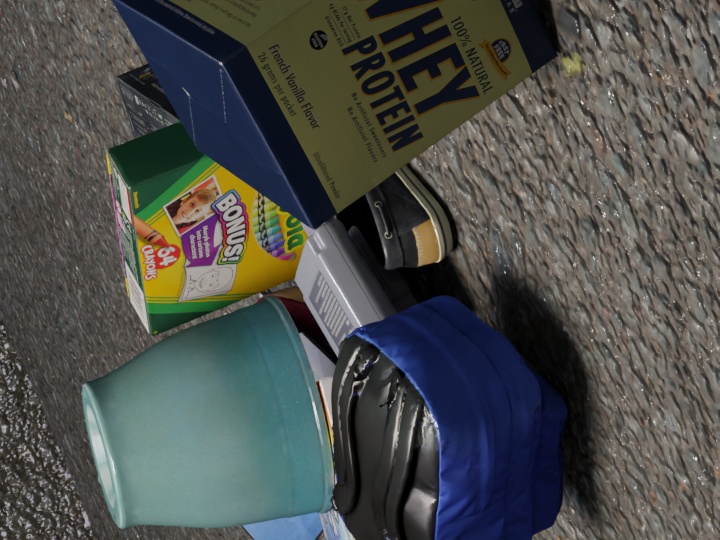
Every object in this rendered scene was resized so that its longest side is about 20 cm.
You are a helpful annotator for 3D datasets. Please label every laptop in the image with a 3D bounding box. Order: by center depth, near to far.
[{"bbox_3d":[-0.085,0.160,2.142,0.187,0.116,0.200,40,149,51],"label":"laptop"}]

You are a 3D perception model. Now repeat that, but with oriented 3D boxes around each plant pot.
[{"bbox_3d":[-0.143,0.141,1.912,0.200,0.188,0.200,167,90,-76],"label":"plant pot"}]

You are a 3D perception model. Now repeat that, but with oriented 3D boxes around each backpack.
[{"bbox_3d":[0.064,0.118,1.603,0.162,0.168,0.200,36,141,43],"label":"backpack"}]

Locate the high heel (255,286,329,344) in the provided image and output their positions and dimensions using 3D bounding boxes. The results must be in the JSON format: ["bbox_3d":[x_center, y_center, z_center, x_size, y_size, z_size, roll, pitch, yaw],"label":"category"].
[{"bbox_3d":[-0.042,0.055,1.979,0.200,0.067,0.096,-36,69,58],"label":"high heel"}]

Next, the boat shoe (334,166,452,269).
[{"bbox_3d":[0.001,-0.065,1.721,0.200,0.062,0.075,50,157,44],"label":"boat shoe"}]

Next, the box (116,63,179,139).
[{"bbox_3d":[-0.165,-0.106,2.140,0.200,0.051,0.158,36,145,55],"label":"box"}]

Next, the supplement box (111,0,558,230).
[{"bbox_3d":[-0.020,-0.161,1.408,0.200,0.200,0.134,35,158,57],"label":"supplement box"}]

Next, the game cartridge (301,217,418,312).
[{"bbox_3d":[0.000,0.000,1.817,0.200,0.038,0.130,56,174,27],"label":"game cartridge"}]

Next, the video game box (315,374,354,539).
[{"bbox_3d":[-0.007,0.197,1.917,0.182,0.047,0.200,141,115,-74],"label":"video game box"}]

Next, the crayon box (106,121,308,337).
[{"bbox_3d":[-0.127,-0.052,1.910,0.058,0.172,0.200,56,160,36],"label":"crayon box"}]

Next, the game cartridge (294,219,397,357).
[{"bbox_3d":[-0.004,0.038,1.750,0.133,0.042,0.200,55,170,6],"label":"game cartridge"}]
